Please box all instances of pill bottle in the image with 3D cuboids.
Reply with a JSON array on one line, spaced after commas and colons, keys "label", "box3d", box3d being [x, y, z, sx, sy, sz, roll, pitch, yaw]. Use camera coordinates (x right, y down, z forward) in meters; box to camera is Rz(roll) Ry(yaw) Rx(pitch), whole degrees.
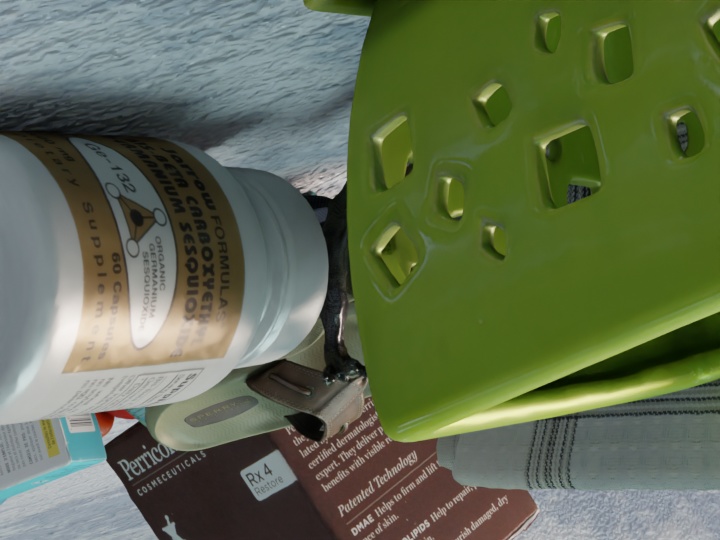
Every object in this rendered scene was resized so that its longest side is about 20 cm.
[{"label": "pill bottle", "box3d": [-0.104, 0.001, 0.871, 0.114, 0.115, 0.199, -24, 168, 32]}]

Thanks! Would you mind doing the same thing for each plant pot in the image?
[{"label": "plant pot", "box3d": [0.108, -0.065, 0.700, 0.198, 0.183, 0.199, -25, 168, 38]}]

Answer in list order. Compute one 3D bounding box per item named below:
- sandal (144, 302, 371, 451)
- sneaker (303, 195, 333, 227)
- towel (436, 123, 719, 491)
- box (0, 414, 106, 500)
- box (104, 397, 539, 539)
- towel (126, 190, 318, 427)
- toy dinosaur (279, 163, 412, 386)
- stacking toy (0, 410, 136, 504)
[{"label": "sandal", "box3d": [-0.032, 0.070, 1.163, 0.200, 0.058, 0.080, -25, 135, 27]}, {"label": "sneaker", "box3d": [-0.091, 0.020, 1.055, 0.199, 0.075, 0.088, -8, 154, -29]}, {"label": "towel", "box3d": [0.101, -0.003, 0.881, 0.034, 0.194, 0.199, 11, 171, -39]}, {"label": "box", "box3d": [-0.257, 0.110, 1.273, 0.199, 0.083, 0.049, -21, 170, 19]}, {"label": "box", "box3d": [-0.026, 0.138, 1.375, 0.164, 0.201, 0.166, -35, -179, -43]}, {"label": "towel", "box3d": [-0.066, 0.033, 1.180, 0.199, 0.022, 0.147, -24, 135, 26]}, {"label": "toy dinosaur", "box3d": [0.000, 0.000, 0.951, 0.047, 0.088, 0.201, 5, 131, -33]}, {"label": "stacking toy", "box3d": [-0.207, 0.098, 1.337, 0.199, 0.086, 0.085, -26, 168, 13]}]
